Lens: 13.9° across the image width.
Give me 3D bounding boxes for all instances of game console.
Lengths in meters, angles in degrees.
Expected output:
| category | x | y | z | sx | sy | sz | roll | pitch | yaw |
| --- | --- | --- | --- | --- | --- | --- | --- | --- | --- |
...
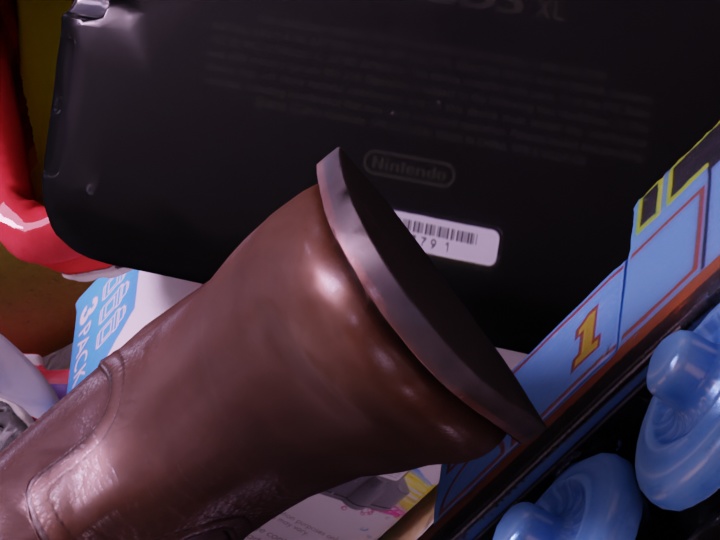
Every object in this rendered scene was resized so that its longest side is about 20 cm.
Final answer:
| category | x | y | z | sx | sy | sz | roll | pitch | yaw |
| --- | --- | --- | --- | --- | --- | --- | --- | --- | --- |
| game console | 0.043 | -0.075 | 0.714 | 0.200 | 0.116 | 0.176 | 11 | 98 | 25 |

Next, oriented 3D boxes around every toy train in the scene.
| category | x | y | z | sx | sy | sz | roll | pitch | yaw |
| --- | --- | --- | --- | --- | --- | --- | --- | --- | --- |
| toy train | 0.065 | 0.047 | 0.589 | 0.200 | 0.087 | 0.114 | -47 | 18 | 36 |

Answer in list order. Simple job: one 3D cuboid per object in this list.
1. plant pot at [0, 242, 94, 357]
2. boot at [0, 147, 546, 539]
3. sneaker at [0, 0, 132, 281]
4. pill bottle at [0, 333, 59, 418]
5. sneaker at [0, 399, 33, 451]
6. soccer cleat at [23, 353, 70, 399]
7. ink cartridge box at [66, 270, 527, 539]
| category | x | y | z | sx | sy | sz | roll | pitch | yaw |
| --- | --- | --- | --- | --- | --- | --- | --- | --- | --- |
| plant pot | -0.087 | -0.078 | 0.942 | 0.142 | 0.200 | 0.200 | -16 | 44 | 26 |
| boot | -0.066 | 0.062 | 0.569 | 0.200 | 0.064 | 0.186 | -35 | -3 | -4 |
| sneaker | -0.070 | -0.095 | 0.766 | 0.085 | 0.077 | 0.200 | -27 | -65 | -70 |
| pill bottle | -0.184 | 0.091 | 0.846 | 0.200 | 0.116 | 0.116 | -55 | 23 | 6 |
| sneaker | -0.051 | 0.104 | 0.708 | 0.077 | 0.085 | 0.200 | -59 | 40 | 14 |
| soccer cleat | -0.125 | 0.085 | 0.967 | 0.200 | 0.067 | 0.077 | -29 | 59 | 48 |
| ink cartridge box | 0.000 | 0.000 | 0.789 | 0.200 | 0.068 | 0.115 | -45 | 28 | 32 |
